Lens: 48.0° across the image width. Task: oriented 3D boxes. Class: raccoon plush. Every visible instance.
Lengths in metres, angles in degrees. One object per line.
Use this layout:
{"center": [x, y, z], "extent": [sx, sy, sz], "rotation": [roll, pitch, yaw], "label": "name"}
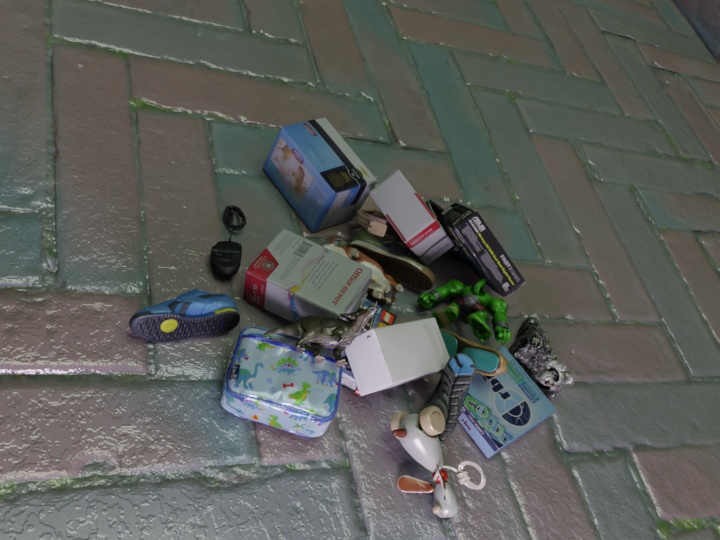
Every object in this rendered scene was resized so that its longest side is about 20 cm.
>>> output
{"center": [0.403, 0.178, 1.733], "extent": [0.134, 0.097, 0.200], "rotation": [42, 43, -2], "label": "raccoon plush"}

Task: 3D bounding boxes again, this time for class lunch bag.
{"center": [-0.133, 0.186, 1.394], "extent": [0.199, 0.083, 0.161], "rotation": [18, 47, -6], "label": "lunch bag"}

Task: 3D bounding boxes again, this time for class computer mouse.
{"center": [-0.257, -0.056, 1.588], "extent": [0.058, 0.034, 0.200], "rotation": [6, 43, -5], "label": "computer mouse"}

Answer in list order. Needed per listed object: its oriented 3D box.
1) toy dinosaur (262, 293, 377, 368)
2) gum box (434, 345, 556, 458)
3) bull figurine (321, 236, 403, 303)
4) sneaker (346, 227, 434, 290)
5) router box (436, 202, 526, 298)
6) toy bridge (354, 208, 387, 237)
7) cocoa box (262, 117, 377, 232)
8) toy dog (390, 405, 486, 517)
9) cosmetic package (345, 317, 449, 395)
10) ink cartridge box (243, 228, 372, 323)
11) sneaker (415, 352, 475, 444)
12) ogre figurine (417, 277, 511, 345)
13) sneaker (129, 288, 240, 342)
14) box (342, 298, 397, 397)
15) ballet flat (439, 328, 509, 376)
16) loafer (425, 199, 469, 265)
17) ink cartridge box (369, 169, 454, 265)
{"center": [-0.065, 0.111, 1.399], "extent": [0.199, 0.077, 0.102], "rotation": [-7, 33, 2], "label": "toy dinosaur"}
{"center": [0.271, 0.257, 1.611], "extent": [0.200, 0.045, 0.170], "rotation": [-20, 64, -42], "label": "gum box"}
{"center": [0.000, 0.000, 1.636], "extent": [0.200, 0.065, 0.121], "rotation": [33, 0, -10], "label": "bull figurine"}
{"center": [0.074, -0.036, 1.731], "extent": [0.200, 0.067, 0.090], "rotation": [24, 46, -1], "label": "sneaker"}
{"center": [0.260, -0.046, 1.756], "extent": [0.200, 0.062, 0.150], "rotation": [52, -1, -15], "label": "router box"}
{"center": [0.022, -0.109, 1.732], "extent": [0.067, 0.027, 0.200], "rotation": [18, 12, -3], "label": "toy bridge"}
{"center": [-0.090, -0.208, 1.740], "extent": [0.131, 0.133, 0.200], "rotation": [-22, 66, -41], "label": "cocoa box"}
{"center": [0.108, 0.329, 1.393], "extent": [0.096, 0.132, 0.200], "rotation": [-10, 57, -48], "label": "toy dog"}
{"center": [0.073, 0.157, 1.504], "extent": [0.200, 0.085, 0.108], "rotation": [-4, 71, -50], "label": "cosmetic package"}
{"center": [-0.098, 0.027, 1.529], "extent": [0.199, 0.083, 0.146], "rotation": [25, 45, 12], "label": "ink cartridge box"}
{"center": [0.158, 0.253, 1.502], "extent": [0.073, 0.082, 0.200], "rotation": [29, 76, 16], "label": "sneaker"}
{"center": [0.233, 0.079, 1.702], "extent": [0.199, 0.098, 0.120], "rotation": [7, 33, 28], "label": "ogre figurine"}
{"center": [-0.312, 0.073, 1.417], "extent": [0.200, 0.066, 0.079], "rotation": [-5, 44, -34], "label": "sneaker"}
{"center": [-0.020, 0.130, 1.553], "extent": [0.137, 0.040, 0.200], "rotation": [30, 43, -3], "label": "box"}
{"center": [0.204, 0.167, 1.606], "extent": [0.200, 0.069, 0.063], "rotation": [21, 2, 37], "label": "ballet flat"}
{"center": [0.216, -0.084, 1.860], "extent": [0.200, 0.070, 0.068], "rotation": [39, 44, 5], "label": "loafer"}
{"center": [0.113, -0.109, 1.738], "extent": [0.144, 0.084, 0.200], "rotation": [56, 7, 22], "label": "ink cartridge box"}
